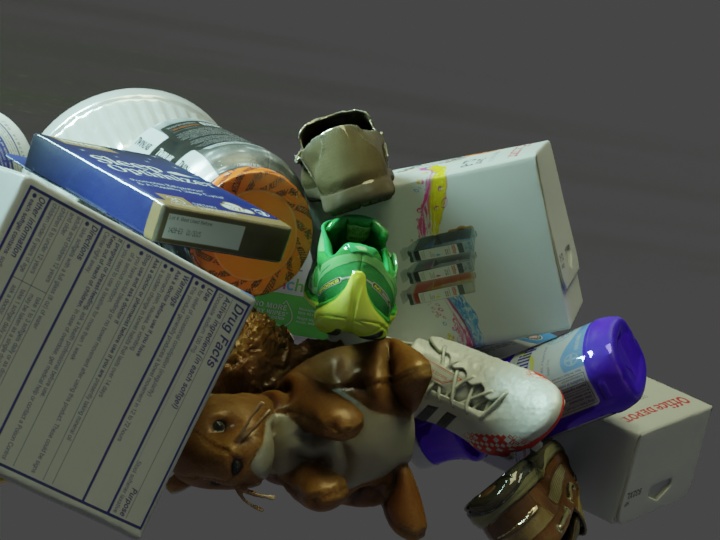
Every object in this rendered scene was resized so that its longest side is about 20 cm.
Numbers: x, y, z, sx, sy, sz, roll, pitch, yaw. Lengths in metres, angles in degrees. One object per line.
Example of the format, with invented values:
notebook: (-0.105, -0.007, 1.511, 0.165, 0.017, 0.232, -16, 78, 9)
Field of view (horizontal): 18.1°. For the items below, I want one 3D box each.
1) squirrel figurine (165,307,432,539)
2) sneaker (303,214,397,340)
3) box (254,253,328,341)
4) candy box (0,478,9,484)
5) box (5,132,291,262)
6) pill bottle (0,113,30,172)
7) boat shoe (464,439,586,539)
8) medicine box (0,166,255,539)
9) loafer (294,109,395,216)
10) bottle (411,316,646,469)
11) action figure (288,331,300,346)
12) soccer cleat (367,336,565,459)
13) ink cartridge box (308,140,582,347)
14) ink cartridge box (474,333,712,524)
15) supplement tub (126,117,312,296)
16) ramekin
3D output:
squirrel figurine: (-0.064, 0.111, 1.676, 0.185, 0.143, 0.200, -7, 27, -24)
sneaker: (0.000, 0.000, 1.676, 0.073, 0.084, 0.200, 11, 7, -6)
box: (-0.019, -0.001, 2.107, 0.198, 0.098, 0.177, 11, 18, -13)
candy box: (-0.258, 0.100, 1.589, 0.199, 0.103, 0.026, -3, -16, -46)
box: (-0.156, -0.058, 1.622, 0.121, 0.033, 0.199, 9, 12, -45)
pill bottle: (-0.388, -0.077, 2.002, 0.119, 0.121, 0.200, 20, 17, 20)
boat shoe: (0.132, 0.183, 1.705, 0.074, 0.076, 0.200, 51, 15, 7)
medicine box: (-0.203, 0.052, 1.513, 0.199, 0.183, 0.103, 29, -5, -32)
loafer: (-0.011, -0.089, 1.732, 0.075, 0.068, 0.200, -14, 10, -7)
bottle: (0.126, 0.102, 1.776, 0.199, 0.066, 0.084, -23, 19, 24)
action figure: (-0.037, 0.095, 1.875, 0.065, 0.052, 0.200, 1, 18, -22)
soccer cleat: (0.074, 0.088, 1.697, 0.085, 0.069, 0.199, 40, -14, -30)
ink cartridge box: (0.071, -0.014, 1.840, 0.198, 0.146, 0.145, -10, 6, 10)
ink cartridge box: (0.171, 0.123, 1.885, 0.199, 0.084, 0.145, 24, 19, 29)
supplement tub: (-0.114, -0.048, 1.778, 0.121, 0.124, 0.200, 7, 9, -22)
ramekin: (-0.188, -0.045, 1.933, 0.198, 0.202, 0.105, 7, 22, -23)
